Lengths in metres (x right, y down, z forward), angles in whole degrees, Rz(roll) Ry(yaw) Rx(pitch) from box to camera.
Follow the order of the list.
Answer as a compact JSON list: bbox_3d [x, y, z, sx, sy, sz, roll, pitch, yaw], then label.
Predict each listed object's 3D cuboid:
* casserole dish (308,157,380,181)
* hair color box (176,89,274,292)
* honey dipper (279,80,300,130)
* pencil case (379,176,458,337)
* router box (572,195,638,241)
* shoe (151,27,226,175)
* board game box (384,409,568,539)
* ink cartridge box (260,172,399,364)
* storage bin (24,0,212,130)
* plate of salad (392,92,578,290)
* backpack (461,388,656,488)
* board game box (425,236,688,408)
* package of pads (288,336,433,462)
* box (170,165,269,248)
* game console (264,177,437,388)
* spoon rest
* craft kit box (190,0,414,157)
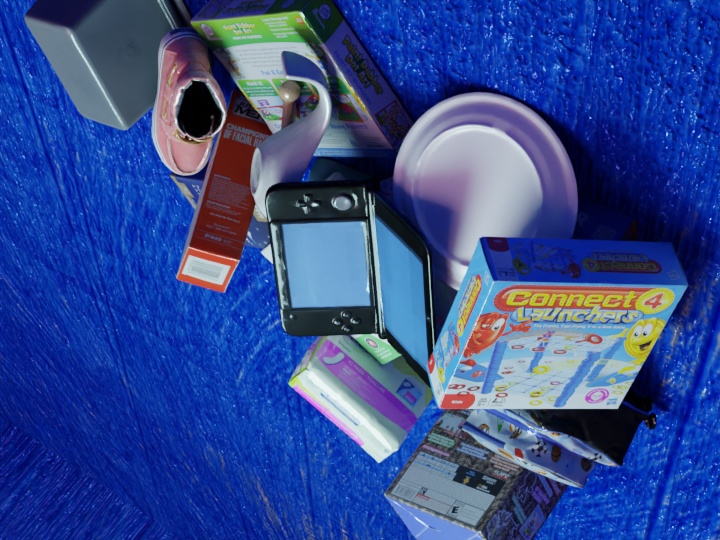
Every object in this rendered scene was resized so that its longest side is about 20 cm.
[{"bbox_3d":[0.012,-0.058,1.847,0.200,0.039,0.121,26,153,28],"label":"casserole dish"},{"bbox_3d":[-0.149,-0.089,1.814,0.064,0.201,0.111,15,158,-8],"label":"hair color box"},{"bbox_3d":[-0.082,-0.143,1.738,0.038,0.038,0.200,32,152,14],"label":"honey dipper"},{"bbox_3d":[0.066,-0.008,1.714,0.200,0.083,0.091,66,-163,5],"label":"pencil case"},{"bbox_3d":[0.191,-0.018,1.648,0.200,0.049,0.180,25,153,29],"label":"router box"},{"bbox_3d":[-0.189,-0.163,1.766,0.200,0.071,0.091,96,161,-45],"label":"shoe"},{"bbox_3d":[0.159,0.249,1.978,0.159,0.200,0.097,15,148,43],"label":"board game box"},{"bbox_3d":[0.000,0.000,1.815,0.200,0.084,0.146,42,155,-6],"label":"ink cartridge box"},{"bbox_3d":[-0.284,-0.264,1.788,0.145,0.134,0.200,20,149,36],"label":"storage bin"},{"bbox_3d":[0.123,-0.074,1.561,0.200,0.048,0.201,7,104,31],"label":"plate of salad"},{"bbox_3d":[0.199,0.144,1.785,0.190,0.154,0.200,36,180,44],"label":"backpack"},{"bbox_3d":[0.186,0.055,1.549,0.199,0.056,0.196,1,139,-16],"label":"board game box"},{"bbox_3d":[0.023,0.106,1.917,0.154,0.200,0.068,41,143,-4],"label":"package of pads"},{"bbox_3d":[-0.147,-0.079,2.047,0.200,0.032,0.121,9,143,46],"label":"box"},{"bbox_3d":[-0.008,0.018,1.633,0.170,0.118,0.200,-2,128,4],"label":"game console"},{"bbox_3d":[-0.071,-0.133,1.646,0.060,0.100,0.200,3,136,-15],"label":"spoon rest"},{"bbox_3d":[-0.060,-0.204,1.687,0.200,0.049,0.198,7,143,50],"label":"craft kit box"}]
